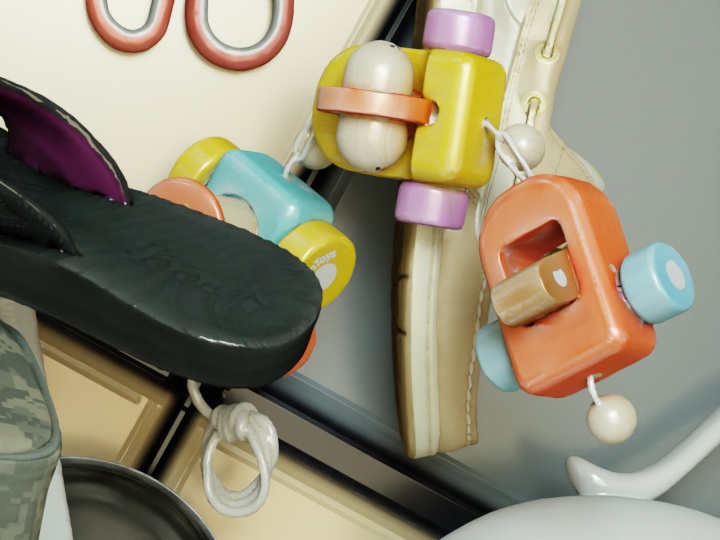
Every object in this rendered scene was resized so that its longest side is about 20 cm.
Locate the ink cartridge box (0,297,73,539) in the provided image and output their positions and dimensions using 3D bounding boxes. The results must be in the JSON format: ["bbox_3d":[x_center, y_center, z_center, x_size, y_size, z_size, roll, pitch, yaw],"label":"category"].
[{"bbox_3d":[-0.183,0.086,0.798,0.173,0.044,0.200,-12,105,-17],"label":"ink cartridge box"}]

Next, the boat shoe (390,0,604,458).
[{"bbox_3d":[0.049,-0.034,0.841,0.069,0.074,0.200,6,90,-3],"label":"boat shoe"}]

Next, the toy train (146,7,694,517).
[{"bbox_3d":[0.000,0.000,0.779,0.200,0.056,0.151,-24,70,34],"label":"toy train"}]

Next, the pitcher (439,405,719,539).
[{"bbox_3d":[0.109,0.113,0.844,0.200,0.121,0.172,1,71,-19],"label":"pitcher"}]

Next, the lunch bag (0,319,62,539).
[{"bbox_3d":[-0.193,0.089,0.705,0.200,0.139,0.168,11,108,-22],"label":"lunch bag"}]

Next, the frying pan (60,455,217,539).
[{"bbox_3d":[-0.118,0.086,0.832,0.115,0.031,0.190,-32,98,2],"label":"frying pan"}]

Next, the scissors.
[{"bbox_3d":[-0.031,-0.163,0.854,0.073,0.014,0.200,22,90,-7],"label":"scissors"}]

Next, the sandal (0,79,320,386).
[{"bbox_3d":[-0.104,-0.028,0.740,0.200,0.075,0.048,20,124,4],"label":"sandal"}]
